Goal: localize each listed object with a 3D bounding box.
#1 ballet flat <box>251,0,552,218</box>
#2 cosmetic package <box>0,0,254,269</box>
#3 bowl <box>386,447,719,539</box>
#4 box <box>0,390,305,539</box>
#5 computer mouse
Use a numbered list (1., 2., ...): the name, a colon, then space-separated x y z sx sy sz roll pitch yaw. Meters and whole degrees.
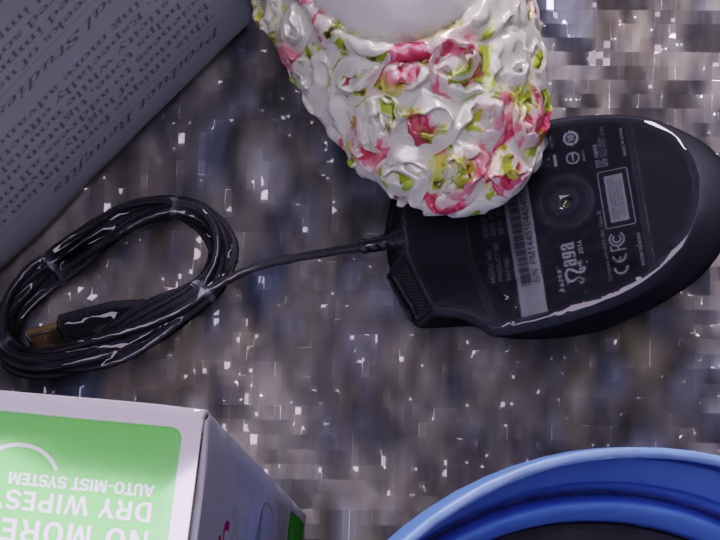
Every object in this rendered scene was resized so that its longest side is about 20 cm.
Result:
1. ballet flat: -0.003 -0.109 0.739 0.075 0.064 0.201 -18 67 0
2. cosmetic package: -0.148 -0.086 0.694 0.166 0.200 0.167 44 84 12
3. bowl: 0.062 0.142 0.667 0.200 0.039 0.202 3 81 -20
4. box: -0.124 0.082 0.668 0.199 0.177 0.097 5 78 8
5. computer mouse: 0.000 0.000 0.751 0.199 0.034 0.059 -9 68 11
